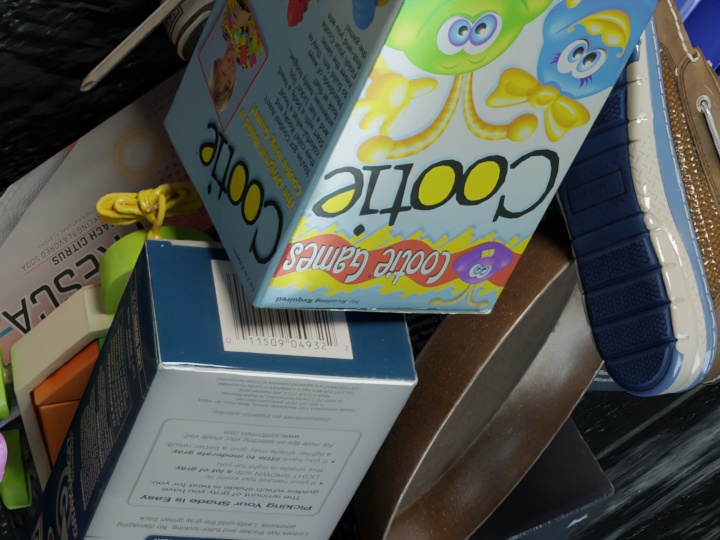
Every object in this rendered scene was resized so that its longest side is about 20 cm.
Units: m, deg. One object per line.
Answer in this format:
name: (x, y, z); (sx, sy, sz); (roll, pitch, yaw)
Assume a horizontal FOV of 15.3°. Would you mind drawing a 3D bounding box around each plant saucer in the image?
plant saucer: (0.058, 0.048, 1.155); (0.200, 0.034, 0.200); (-48, 161, -22)

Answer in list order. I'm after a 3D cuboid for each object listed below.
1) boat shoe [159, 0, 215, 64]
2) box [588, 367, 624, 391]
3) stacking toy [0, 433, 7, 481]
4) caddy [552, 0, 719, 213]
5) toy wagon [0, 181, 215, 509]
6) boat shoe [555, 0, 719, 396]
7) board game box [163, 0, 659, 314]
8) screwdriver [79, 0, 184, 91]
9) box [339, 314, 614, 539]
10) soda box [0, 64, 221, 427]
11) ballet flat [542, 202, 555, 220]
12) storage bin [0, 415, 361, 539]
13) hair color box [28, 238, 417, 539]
boat shoe: (0.023, -0.119, 1.038); (0.200, 0.064, 0.071); (-29, 163, -6)
box: (0.185, -0.029, 1.487); (0.200, 0.107, 0.148); (-37, 161, 21)
stacking toy: (-0.170, 0.062, 0.989); (0.110, 0.200, 0.116); (-14, 157, -43)
caddy: (0.145, -0.103, 1.168); (0.141, 0.105, 0.200); (-2, 135, -52)
toy wagon: (-0.075, 0.041, 1.067); (0.155, 0.040, 0.200); (-10, 145, -4)
boat shoe: (0.117, -0.051, 1.073); (0.072, 0.201, 0.072); (-6, 176, -37)
board game box: (0.024, -0.092, 0.930); (0.103, 0.105, 0.200); (2, 132, -31)
screwdriver: (-0.039, -0.131, 0.979); (0.200, 0.029, 0.028); (-35, 163, 26)
box: (-0.001, 0.088, 1.345); (0.117, 0.200, 0.197); (-20, 159, -30)
soda box: (-0.124, -0.001, 1.116); (0.200, 0.068, 0.064); (-34, 162, 6)
ballet flat: (0.090, -0.014, 1.310); (0.074, 0.074, 0.200); (-30, -164, -2)
storage bin: (-0.080, 0.102, 1.219); (0.135, 0.200, 0.094); (-19, 178, -34)
hair color box: (-0.059, 0.073, 1.029); (0.100, 0.061, 0.200); (5, 141, -19)
